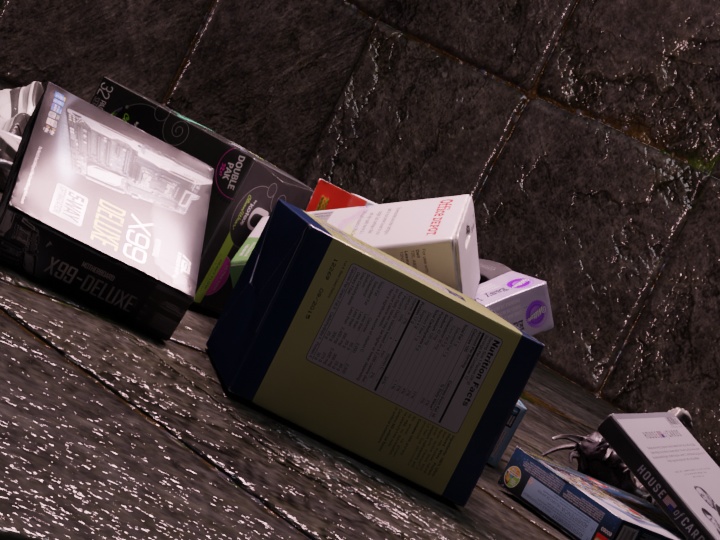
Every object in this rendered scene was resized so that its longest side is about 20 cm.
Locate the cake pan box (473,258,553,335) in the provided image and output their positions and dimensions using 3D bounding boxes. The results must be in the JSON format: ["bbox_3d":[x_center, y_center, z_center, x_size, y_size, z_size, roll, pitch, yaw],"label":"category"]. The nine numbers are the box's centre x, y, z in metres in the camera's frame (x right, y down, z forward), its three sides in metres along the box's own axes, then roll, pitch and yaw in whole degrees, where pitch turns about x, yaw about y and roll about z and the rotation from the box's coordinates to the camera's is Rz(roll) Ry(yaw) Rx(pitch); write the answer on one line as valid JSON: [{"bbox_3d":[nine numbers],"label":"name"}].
[{"bbox_3d":[0.050,0.042,1.723,0.198,0.053,0.184,-20,23,-28],"label":"cake pan box"}]

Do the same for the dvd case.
[{"bbox_3d":[0.301,0.205,1.643,0.200,0.025,0.150,51,20,23],"label":"dvd case"}]

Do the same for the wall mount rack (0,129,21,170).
[{"bbox_3d":[-0.262,-0.056,1.629,0.173,0.075,0.200,23,6,-27],"label":"wall mount rack"}]

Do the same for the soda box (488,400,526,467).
[{"bbox_3d":[0.106,0.131,1.827,0.068,0.064,0.200,28,4,-4],"label":"soda box"}]

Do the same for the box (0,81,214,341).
[{"bbox_3d":[-0.199,-0.049,1.479,0.157,0.050,0.201,27,29,-15],"label":"box"}]

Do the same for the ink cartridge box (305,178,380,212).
[{"bbox_3d":[-0.008,0.008,1.920,0.050,0.164,0.200,24,1,29],"label":"ink cartridge box"}]

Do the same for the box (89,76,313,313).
[{"bbox_3d":[-0.175,-0.066,1.785,0.199,0.150,0.124,29,2,28],"label":"box"}]

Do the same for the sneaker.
[{"bbox_3d":[-0.385,-0.128,1.924,0.114,0.076,0.201,-8,26,3],"label":"sneaker"}]

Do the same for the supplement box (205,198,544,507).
[{"bbox_3d":[0.005,0.057,1.443,0.198,0.135,0.200,27,3,-12],"label":"supplement box"}]

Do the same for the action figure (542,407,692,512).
[{"bbox_3d":[0.275,0.196,1.786,0.199,0.102,0.119,32,-40,7],"label":"action figure"}]

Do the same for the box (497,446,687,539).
[{"bbox_3d":[0.228,0.221,1.624,0.199,0.038,0.136,26,4,-42],"label":"box"}]

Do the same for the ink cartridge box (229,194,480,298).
[{"bbox_3d":[0.000,0.000,1.657,0.198,0.085,0.145,-6,17,11],"label":"ink cartridge box"}]
